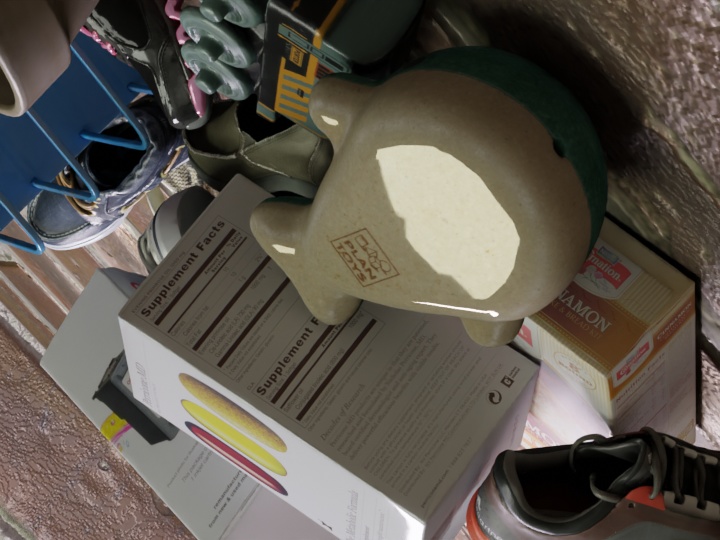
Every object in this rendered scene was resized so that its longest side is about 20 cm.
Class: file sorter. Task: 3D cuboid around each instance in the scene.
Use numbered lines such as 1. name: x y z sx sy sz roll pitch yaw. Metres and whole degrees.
1. file sorter: -0.188 -0.125 1.220 0.123 0.200 0.139 15 147 55

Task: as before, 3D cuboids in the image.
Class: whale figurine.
1. whale figurine: 0.035 -0.037 0.963 0.200 0.104 0.159 -24 108 49

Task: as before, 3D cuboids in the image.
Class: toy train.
1. toy train: -0.030 -0.125 1.025 0.114 0.085 0.200 34 165 4

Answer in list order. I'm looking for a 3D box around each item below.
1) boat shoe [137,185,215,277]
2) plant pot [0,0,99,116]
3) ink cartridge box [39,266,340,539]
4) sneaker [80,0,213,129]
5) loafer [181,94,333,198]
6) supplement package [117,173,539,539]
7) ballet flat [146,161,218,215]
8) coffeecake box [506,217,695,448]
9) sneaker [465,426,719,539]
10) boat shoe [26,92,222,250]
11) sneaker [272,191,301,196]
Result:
1. boat shoe: -0.111 -0.015 1.275 0.200 0.065 0.072 -41 -69 -80
2. plant pot: -0.183 -0.211 1.013 0.200 0.174 0.200 41 165 13
3. ink cartridge box: -0.088 0.096 1.268 0.200 0.086 0.147 41 -168 35
4. sneaker: -0.154 -0.162 1.128 0.201 0.095 0.079 62 177 1
5. loafer: -0.048 -0.089 1.202 0.200 0.075 0.070 9 136 52
6. supplement package: -0.019 0.061 1.076 0.200 0.110 0.114 32 156 15
7. ballet flat: -0.105 -0.039 1.464 0.200 0.075 0.068 51 -163 -22
8. coffeecake box: 0.105 0.033 1.095 0.153 0.073 0.200 39 164 26
9. sneaker: 0.157 0.120 1.023 0.082 0.199 0.077 94 171 -54
10. boat shoe: -0.187 -0.068 1.382 0.200 0.091 0.071 -35 88 35
11. sneaker: -0.016 -0.019 1.279 0.200 0.079 0.079 28 159 52
